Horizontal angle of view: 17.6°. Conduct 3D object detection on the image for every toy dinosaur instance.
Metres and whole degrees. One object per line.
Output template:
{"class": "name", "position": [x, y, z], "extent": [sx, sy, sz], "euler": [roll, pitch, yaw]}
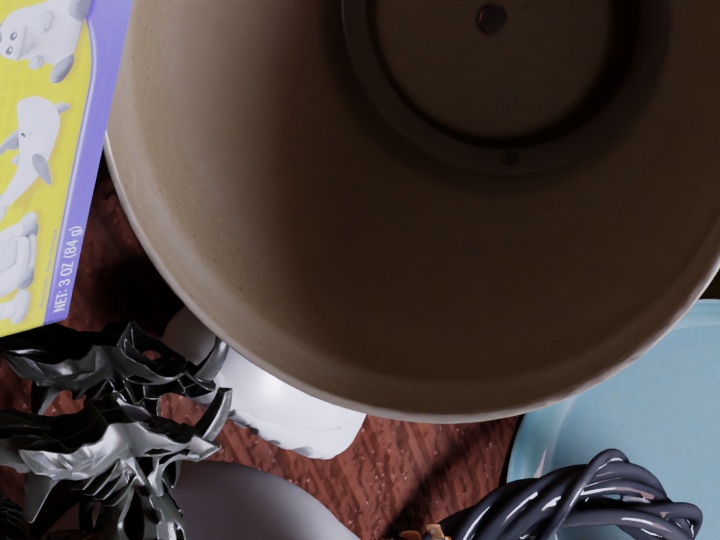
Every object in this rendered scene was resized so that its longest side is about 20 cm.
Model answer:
{"class": "toy dinosaur", "position": [-0.078, 0.092, 0.721], "extent": [0.199, 0.102, 0.136], "euler": [-12, 111, -26]}

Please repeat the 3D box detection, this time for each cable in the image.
{"class": "cable", "position": [0.076, 0.166, 1.045], "extent": [0.162, 0.051, 0.201], "euler": [6, 113, -12]}

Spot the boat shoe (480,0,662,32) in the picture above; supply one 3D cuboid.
{"class": "boat shoe", "position": [0.096, -0.113, 0.804], "extent": [0.074, 0.086, 0.203], "euler": [-16, 129, -51]}

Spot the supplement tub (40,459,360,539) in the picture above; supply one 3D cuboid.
{"class": "supplement tub", "position": [-0.032, 0.165, 0.842], "extent": [0.145, 0.144, 0.200], "euler": [-57, 150, -9]}

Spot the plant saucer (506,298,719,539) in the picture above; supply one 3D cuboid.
{"class": "plant saucer", "position": [0.167, 0.107, 1.074], "extent": [0.027, 0.199, 0.201], "euler": [-48, 156, -70]}

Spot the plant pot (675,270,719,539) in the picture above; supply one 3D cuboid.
{"class": "plant pot", "position": [0.210, 0.088, 1.152], "extent": [0.200, 0.187, 0.187], "euler": [-47, 150, 1]}

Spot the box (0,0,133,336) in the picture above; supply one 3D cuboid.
{"class": "box", "position": [-0.148, -0.028, 0.603], "extent": [0.200, 0.048, 0.118], "euler": [-15, 126, -50]}

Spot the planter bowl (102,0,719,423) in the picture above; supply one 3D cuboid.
{"class": "planter bowl", "position": [0.033, -0.070, 0.728], "extent": [0.135, 0.199, 0.201], "euler": [-50, 157, -67]}

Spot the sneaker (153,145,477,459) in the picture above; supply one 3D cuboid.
{"class": "sneaker", "position": [0.000, 0.000, 0.820], "extent": [0.200, 0.078, 0.100], "euler": [-21, 141, -62]}
